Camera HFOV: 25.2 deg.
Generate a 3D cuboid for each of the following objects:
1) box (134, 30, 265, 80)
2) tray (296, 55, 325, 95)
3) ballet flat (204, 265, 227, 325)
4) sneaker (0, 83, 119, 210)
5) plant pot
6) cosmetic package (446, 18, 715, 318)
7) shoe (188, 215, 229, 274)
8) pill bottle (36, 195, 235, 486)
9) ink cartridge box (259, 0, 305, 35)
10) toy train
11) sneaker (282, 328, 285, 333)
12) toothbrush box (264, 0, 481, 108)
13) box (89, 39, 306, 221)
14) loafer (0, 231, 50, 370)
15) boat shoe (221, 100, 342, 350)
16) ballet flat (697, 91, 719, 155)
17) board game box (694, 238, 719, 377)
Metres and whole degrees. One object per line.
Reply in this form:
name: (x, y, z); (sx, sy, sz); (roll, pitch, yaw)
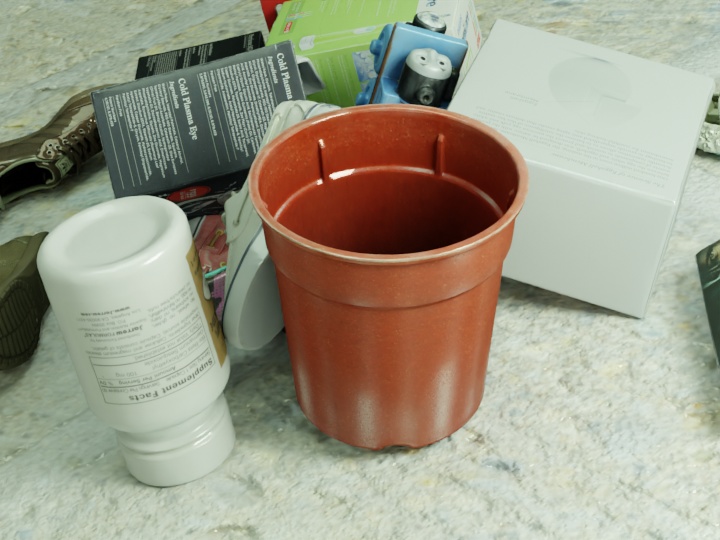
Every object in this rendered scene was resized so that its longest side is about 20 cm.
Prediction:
box: (-0.163, -0.163, 1.673); (0.140, 0.079, 0.201); (-13, 31, 7)
tray: (-0.136, -0.165, 1.515); (0.198, 0.022, 0.107); (-16, -11, 6)
ballet flat: (-0.052, -0.001, 1.303); (0.199, 0.069, 0.071); (-32, 78, -5)
sneaker: (-0.309, -0.121, 1.683); (0.199, 0.071, 0.076); (-31, 44, -10)
plant pot: (0.021, 0.012, 1.192); (0.199, 0.197, 0.201); (-1, 37, 0)
cosmetic package: (0.170, -0.088, 1.335); (0.198, 0.124, 0.200); (17, 38, 11)
shoe: (-0.112, 0.003, 1.396); (0.090, 0.072, 0.201); (-15, 26, 9)
pill bottle: (-0.159, 0.056, 1.207); (0.113, 0.201, 0.115); (-10, 31, 6)
ink cartridge box: (0.000, -0.289, 1.701); (0.198, 0.117, 0.067); (-8, 31, 13)
toy train: (0.037, -0.128, 1.437); (0.086, 0.201, 0.115); (13, 30, -13)
sneaker: (0.000, 0.000, 1.376); (0.199, 0.071, 0.083); (-27, 52, -22)
toothbrush box: (0.013, -0.220, 1.613); (0.198, 0.087, 0.146); (-10, 31, 14)
box: (-0.131, -0.110, 1.458); (0.181, 0.105, 0.200); (-16, -9, -1)
loafer: (-0.321, 0.031, 1.440); (0.067, 0.077, 0.200); (-8, 22, 11)
boat shoe: (-0.072, -0.039, 1.253); (0.069, 0.071, 0.202); (17, 86, 35)
ballet flat: (0.317, -0.145, 1.471); (0.199, 0.072, 0.072); (17, 43, 39)
board game box: (0.317, 0.019, 1.182); (0.135, 0.028, 0.201); (-34, 26, 24)
